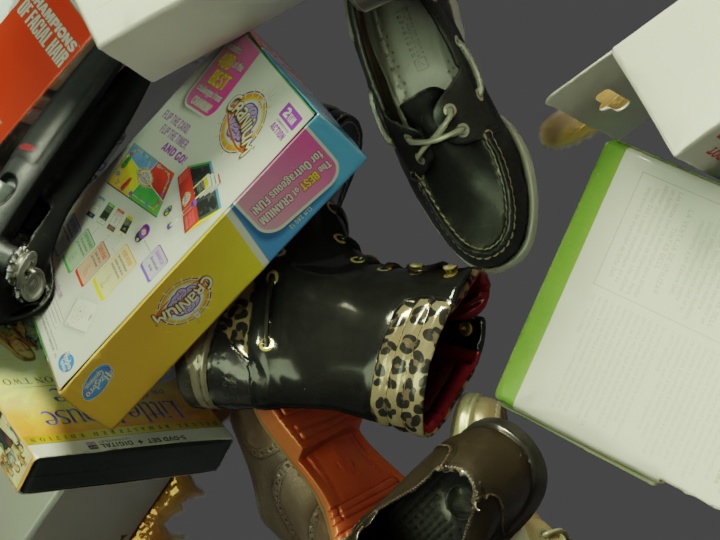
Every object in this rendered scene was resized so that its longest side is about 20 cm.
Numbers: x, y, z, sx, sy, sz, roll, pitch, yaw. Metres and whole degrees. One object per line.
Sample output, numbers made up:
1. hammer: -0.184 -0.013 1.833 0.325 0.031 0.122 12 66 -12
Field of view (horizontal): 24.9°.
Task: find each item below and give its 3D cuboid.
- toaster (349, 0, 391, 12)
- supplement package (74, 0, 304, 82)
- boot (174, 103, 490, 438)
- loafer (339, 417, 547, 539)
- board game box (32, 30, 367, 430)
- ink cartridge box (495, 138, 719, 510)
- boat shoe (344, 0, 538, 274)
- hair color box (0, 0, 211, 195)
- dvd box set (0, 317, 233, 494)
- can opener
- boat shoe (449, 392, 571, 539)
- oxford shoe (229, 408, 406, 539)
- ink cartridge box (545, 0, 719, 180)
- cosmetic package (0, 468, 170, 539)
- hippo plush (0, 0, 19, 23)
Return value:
1. toaster: 0.017 -0.230 0.819 0.118 0.181 0.201 -24 91 7
2. supplement package: -0.117 -0.223 0.874 0.121 0.120 0.201 -27 85 5
3. boot: 0.000 0.000 0.897 0.150 0.073 0.201 10 56 26
4. loafer: 0.010 0.154 0.821 0.073 0.071 0.201 42 110 23
5. board game box: -0.100 -0.030 0.900 0.200 0.040 0.153 -46 33 7
6. ink cartridge box: 0.189 0.043 0.814 0.199 0.076 0.149 27 96 27
7. boat shoe: 0.042 -0.094 0.918 0.074 0.060 0.201 -22 74 23
8. hair color box: -0.191 -0.106 1.019 0.200 0.111 0.064 -47 66 17
9. dvd box set: -0.184 0.048 0.962 0.200 0.146 0.030 47 120 34
10. can opener: -0.179 -0.052 0.914 0.078 0.063 0.201 21 71 24
11. boat shoe: 0.088 0.162 0.861 0.065 0.072 0.202 -10 79 15
12. oxford shoe: -0.011 0.142 0.928 0.073 0.071 0.201 -48 64 45
13. ink cartridge box: 0.203 -0.105 0.800 0.200 0.115 0.068 -35 69 21
14. cosmetic package: -0.221 0.085 1.015 0.200 0.107 0.085 40 103 25
15. hippo plush: -0.275 -0.174 1.080 0.160 0.159 0.201 -22 88 -7
